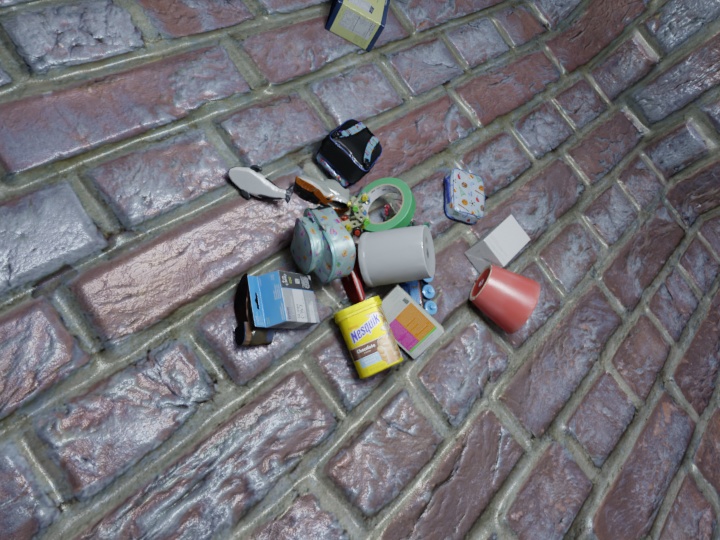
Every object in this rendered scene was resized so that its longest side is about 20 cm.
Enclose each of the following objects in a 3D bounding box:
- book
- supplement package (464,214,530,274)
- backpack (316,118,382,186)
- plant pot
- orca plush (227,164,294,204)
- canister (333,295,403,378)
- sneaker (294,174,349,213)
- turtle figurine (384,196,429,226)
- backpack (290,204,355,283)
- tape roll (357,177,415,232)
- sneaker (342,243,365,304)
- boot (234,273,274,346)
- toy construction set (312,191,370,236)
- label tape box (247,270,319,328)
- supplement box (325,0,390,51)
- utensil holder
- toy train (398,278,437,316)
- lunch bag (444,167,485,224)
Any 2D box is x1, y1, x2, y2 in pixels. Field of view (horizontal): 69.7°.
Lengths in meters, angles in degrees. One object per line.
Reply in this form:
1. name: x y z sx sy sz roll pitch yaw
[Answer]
1. book: 0.138 0.159 1.582 0.200 0.134 0.048 43 14 -6
2. supplement package: 0.497 -0.088 1.876 0.199 0.121 0.120 -38 88 -34
3. backpack: -0.028 -0.401 1.724 0.182 0.134 0.201 42 43 -7
4. plant pot: 0.483 0.084 1.766 0.176 0.201 0.202 29 58 -1
5. orca plush: -0.295 -0.268 1.561 0.197 0.107 0.071 7 22 0
6. canister: 0.025 0.195 1.509 0.147 0.087 0.202 -21 82 -12
7. sneaker: -0.120 -0.261 1.660 0.198 0.076 0.093 26 51 -25
8. turtle figurine: 0.142 -0.151 1.710 0.100 0.152 0.200 -20 38 -24
9. backpack: -0.107 -0.067 1.489 0.152 0.177 0.200 -20 57 -36
10. tape roll: 0.077 -0.203 1.667 0.048 0.197 0.203 49 41 -56
11. sneaker: 0.000 0.000 1.601 0.114 0.078 0.203 -14 77 -30
12. boot: -0.288 0.111 1.415 0.096 0.074 0.203 15 64 -40
13. toy construction set: -0.053 -0.165 1.602 0.093 0.197 0.132 -81 156 -49
14. label tape box: -0.208 0.080 1.416 0.199 0.066 0.145 13 60 -55
15. supplement box: -0.007 -0.999 1.991 0.197 0.134 0.203 21 61 -19
16. utensil holder: 0.113 -0.043 1.562 0.170 0.197 0.173 -7 90 -70
17. toy train: 0.175 0.074 1.658 0.113 0.087 0.203 4 71 -22
18. lunch bag: 0.382 -0.280 1.927 0.158 0.076 0.203 12 65 -21
